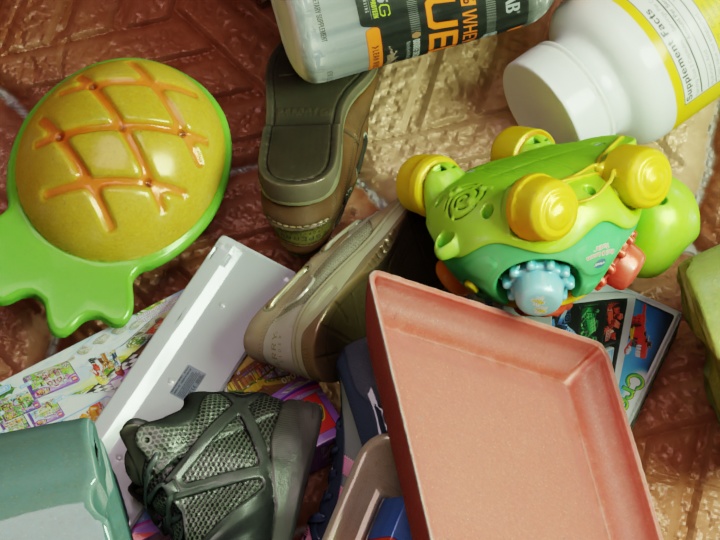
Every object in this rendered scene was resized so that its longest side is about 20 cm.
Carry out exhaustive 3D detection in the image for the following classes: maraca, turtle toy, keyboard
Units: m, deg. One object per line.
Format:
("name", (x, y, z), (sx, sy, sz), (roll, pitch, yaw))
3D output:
("maraca", (-0.162, -0.049, 1.568), (0.137, 0.107, 0.201), (25, 65, 10))
("turtle toy", (0.125, -0.029, 1.520), (0.199, 0.102, 0.145), (-17, 18, -32))
("keyboard", (-0.112, 0.066, 1.521), (0.056, 0.011, 0.200), (29, 65, 7))

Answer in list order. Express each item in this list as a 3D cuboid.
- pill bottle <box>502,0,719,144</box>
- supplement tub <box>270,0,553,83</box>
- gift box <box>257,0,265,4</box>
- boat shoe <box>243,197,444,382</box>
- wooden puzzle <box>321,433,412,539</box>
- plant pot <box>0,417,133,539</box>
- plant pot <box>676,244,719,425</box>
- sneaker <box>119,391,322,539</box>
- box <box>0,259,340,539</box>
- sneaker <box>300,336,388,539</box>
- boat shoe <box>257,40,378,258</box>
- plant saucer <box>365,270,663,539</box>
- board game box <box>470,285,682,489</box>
("pill bottle", (0.194, -0.152, 1.629), (0.200, 0.111, 0.111), (-34, 68, -18))
("supplement tub", (0.041, -0.201, 1.582), (0.199, 0.123, 0.123), (-17, 64, -5))
("gift box", (-0.031, -0.304, 1.671), (0.186, 0.185, 0.200), (-32, 69, -8))
("boat shoe", (0.000, 0.000, 1.554), (0.065, 0.072, 0.200), (8, 36, 33))
("wooden puzzle", (0.046, 0.219, 1.407), (0.185, 0.046, 0.201), (34, 70, -23))
("plant pot", (-0.223, 0.179, 1.382), (0.195, 0.200, 0.201), (-15, 63, -2))
("plant pot", (0.296, 0.032, 1.507), (0.183, 0.201, 0.201), (-17, 63, 3))
("sneaker", (-0.095, 0.154, 1.435), (0.114, 0.076, 0.200), (12, 58, 0))
("box", (-0.125, 0.097, 1.530), (0.199, 0.039, 0.137), (-27, 66, -15))
("sneaker", (-0.006, 0.142, 1.466), (0.082, 0.070, 0.201), (-10, 83, 6))
("boat shoe", (-0.030, -0.090, 1.618), (0.071, 0.068, 0.201), (5, 41, 13))
("plant saucer", (0.086, 0.112, 1.430), (0.199, 0.037, 0.201), (18, 47, -38))
("board game box", (0.103, 0.087, 1.544), (0.126, 0.035, 0.201), (24, 64, 12))
